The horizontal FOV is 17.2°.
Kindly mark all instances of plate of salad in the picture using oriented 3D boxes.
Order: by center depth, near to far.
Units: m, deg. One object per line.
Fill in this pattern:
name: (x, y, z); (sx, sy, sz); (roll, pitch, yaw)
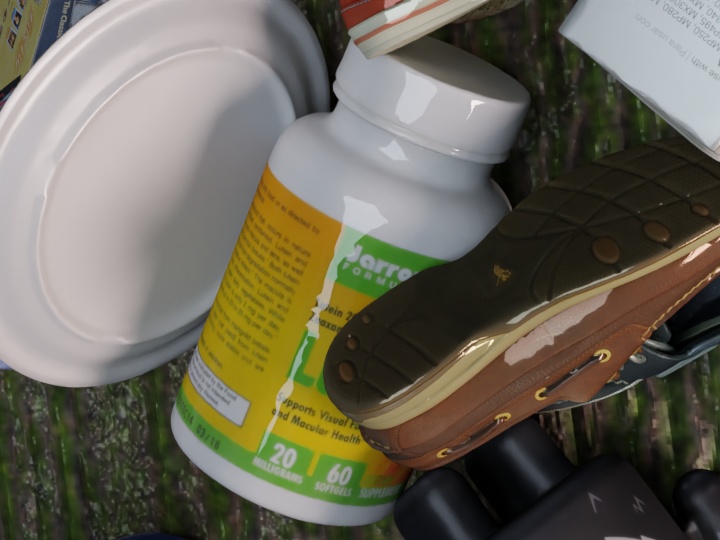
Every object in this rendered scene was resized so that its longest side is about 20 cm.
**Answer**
plate of salad: (-0.095, -0.042, 1.035); (0.048, 0.200, 0.201); (36, 111, 37)

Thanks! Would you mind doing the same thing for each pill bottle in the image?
pill bottle: (0.000, 0.000, 1.039); (0.111, 0.111, 0.201); (27, 108, 17)

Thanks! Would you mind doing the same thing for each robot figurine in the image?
robot figurine: (0.098, 0.159, 1.014); (0.150, 0.125, 0.200); (-39, 83, 22)

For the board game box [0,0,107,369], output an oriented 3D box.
board game box: (-0.161, -0.072, 1.092); (0.034, 0.136, 0.201); (11, 108, -25)

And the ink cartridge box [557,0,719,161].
ink cartridge box: (0.179, -0.152, 0.921); (0.083, 0.146, 0.200); (39, 110, 12)

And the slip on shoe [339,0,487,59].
slip on shoe: (0.075, -0.156, 0.968); (0.200, 0.074, 0.061); (-28, 93, -7)

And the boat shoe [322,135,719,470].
boat shoe: (0.083, 0.014, 0.973); (0.200, 0.072, 0.068); (-31, 129, 6)

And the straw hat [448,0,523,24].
straw hat: (0.019, -0.202, 1.014); (0.200, 0.085, 0.202); (4, 100, 22)

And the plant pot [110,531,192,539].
plant pot: (-0.132, 0.237, 1.092); (0.200, 0.200, 0.180); (-40, 75, 23)

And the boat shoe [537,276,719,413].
boat shoe: (0.123, 0.009, 1.015); (0.200, 0.062, 0.073); (-26, 88, 24)
